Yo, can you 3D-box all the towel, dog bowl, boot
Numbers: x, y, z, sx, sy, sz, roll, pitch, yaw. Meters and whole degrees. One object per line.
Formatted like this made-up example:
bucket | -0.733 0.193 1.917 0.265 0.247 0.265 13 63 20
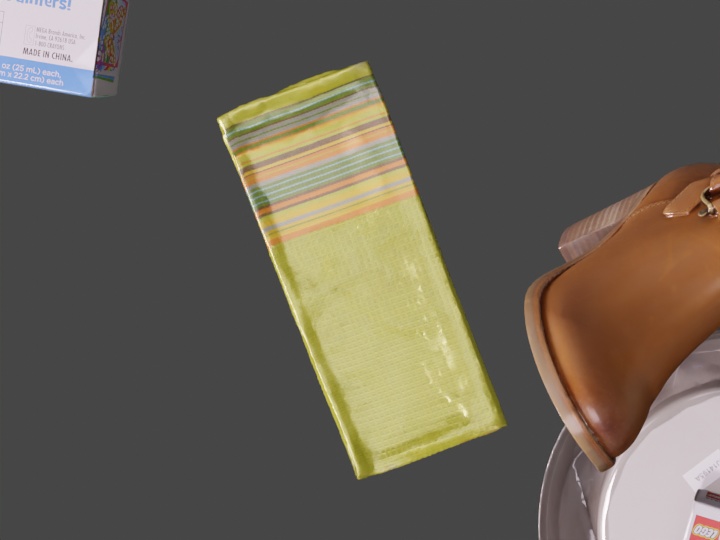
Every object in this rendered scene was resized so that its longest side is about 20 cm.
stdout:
towel | 0.000 0.000 1.231 0.086 0.018 0.200 -21 90 16
dog bowl | 0.188 0.123 1.174 0.200 0.059 0.200 1 95 14
boot | 0.160 0.001 1.099 0.155 0.200 0.074 -22 116 22

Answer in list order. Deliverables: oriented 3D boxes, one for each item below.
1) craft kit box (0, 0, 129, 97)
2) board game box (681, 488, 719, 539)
craft kit box | -0.210 -0.201 1.253 0.200 0.049 0.198 11 100 13
board game box | 0.233 0.190 1.120 0.200 0.035 0.126 16 99 12
